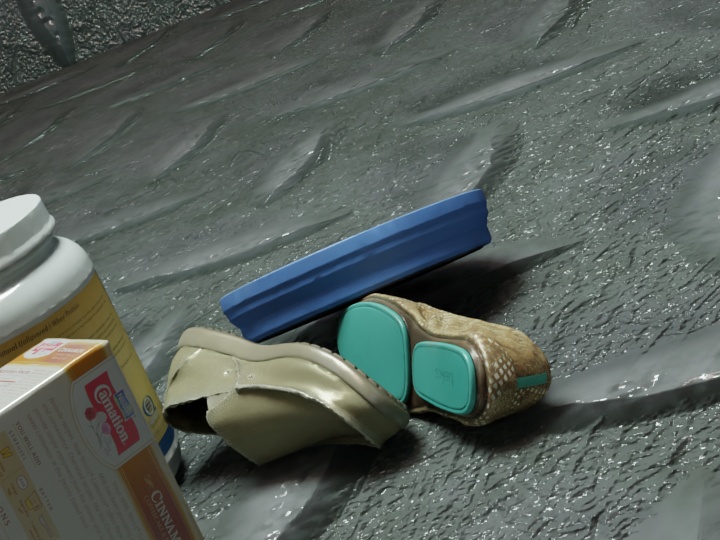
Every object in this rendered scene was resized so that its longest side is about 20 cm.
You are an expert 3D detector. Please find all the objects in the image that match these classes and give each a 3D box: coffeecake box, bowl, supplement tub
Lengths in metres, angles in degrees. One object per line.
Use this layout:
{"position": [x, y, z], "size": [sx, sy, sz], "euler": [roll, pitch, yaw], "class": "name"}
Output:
{"position": [-0.190, 0.151, 0.851], "size": [0.199, 0.155, 0.073], "euler": [-36, 21, -34], "class": "coffeecake box"}
{"position": [0.000, 0.000, 1.140], "size": [0.199, 0.040, 0.201], "euler": [-23, -2, -1], "class": "bowl"}
{"position": [-0.215, 0.069, 1.049], "size": [0.143, 0.201, 0.145], "euler": [-22, 17, 7], "class": "supplement tub"}

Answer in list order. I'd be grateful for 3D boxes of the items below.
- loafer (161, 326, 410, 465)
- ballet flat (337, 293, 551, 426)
{"position": [-0.050, 0.085, 1.005], "size": [0.199, 0.076, 0.069], "euler": [7, 65, 49], "class": "loafer"}
{"position": [0.051, 0.055, 0.991], "size": [0.065, 0.071, 0.200], "euler": [-3, 11, -24], "class": "ballet flat"}
